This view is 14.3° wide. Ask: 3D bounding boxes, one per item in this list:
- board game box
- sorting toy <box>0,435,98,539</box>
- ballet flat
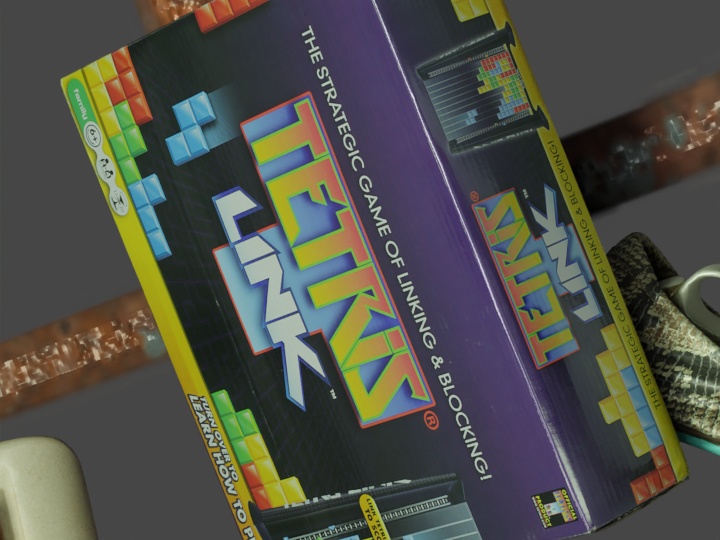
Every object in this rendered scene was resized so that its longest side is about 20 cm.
[{"bbox_3d":[0.000,0.000,0.938,0.165,0.057,0.200,-22,91,50],"label":"board game box"},{"bbox_3d":[-0.179,0.165,1.012,0.200,0.036,0.185,-12,79,-9],"label":"sorting toy"},{"bbox_3d":[0.155,0.048,0.911,0.200,0.068,0.075,31,101,19],"label":"ballet flat"}]
